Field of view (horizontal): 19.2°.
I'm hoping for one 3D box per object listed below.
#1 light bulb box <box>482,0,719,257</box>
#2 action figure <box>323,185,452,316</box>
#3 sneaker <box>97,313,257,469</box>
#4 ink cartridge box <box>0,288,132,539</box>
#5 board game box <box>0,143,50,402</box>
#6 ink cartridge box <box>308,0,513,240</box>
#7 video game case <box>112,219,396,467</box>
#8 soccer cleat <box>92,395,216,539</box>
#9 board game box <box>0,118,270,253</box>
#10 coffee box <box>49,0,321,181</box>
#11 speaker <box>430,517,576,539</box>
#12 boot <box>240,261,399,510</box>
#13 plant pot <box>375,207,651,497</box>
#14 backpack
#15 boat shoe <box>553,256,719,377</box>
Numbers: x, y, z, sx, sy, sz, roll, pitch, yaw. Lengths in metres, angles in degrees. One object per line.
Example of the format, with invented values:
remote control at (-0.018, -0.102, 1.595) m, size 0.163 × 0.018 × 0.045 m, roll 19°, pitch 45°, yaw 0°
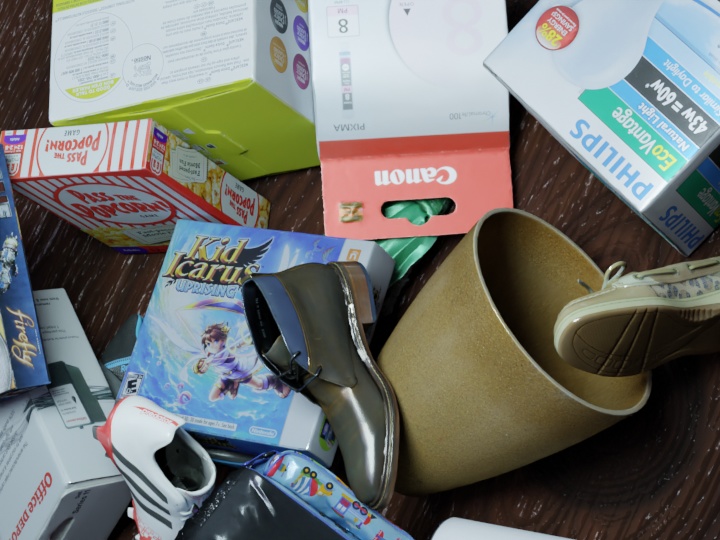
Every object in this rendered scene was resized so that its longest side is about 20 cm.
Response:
light bulb box at (0.240, -0.156, 1.653) m, size 0.200 × 0.125 × 0.198 m, roll -47°, pitch 60°, yaw 6°
action figure at (0.000, 0.000, 1.773) m, size 0.200 × 0.055 × 0.118 m, roll -43°, pitch 58°, yaw 4°
sneaker at (-0.149, 0.104, 1.807) m, size 0.200 × 0.073 × 0.082 m, roll 28°, pitch 90°, yaw 31°
ink cartridge box at (-0.274, 0.138, 1.824) m, size 0.147 × 0.083 × 0.200 m, roll -56°, pitch 52°, yaw 42°
board game box at (-0.319, 0.009, 1.761) m, size 0.135 × 0.035 × 0.201 m, roll -20°, pitch 80°, yaw 53°
ink cartridge box at (0.043, -0.131, 1.732) m, size 0.162 × 0.057 × 0.201 m, roll -4°, pitch 78°, yaw 0°
video game case at (-0.089, 0.055, 1.734) m, size 0.199 × 0.045 × 0.182 m, roll 7°, pitch 68°, yaw 31°
soccer cleat at (-0.147, 0.179, 1.717) m, size 0.085 × 0.200 × 0.069 m, roll 12°, pitch 49°, yaw 33°
board game box at (-0.190, -0.069, 1.809) m, size 0.151 × 0.200 × 0.046 m, roll -3°, pitch 71°, yaw 28°
coffee box at (-0.129, -0.197, 1.817) m, size 0.199 × 0.200 × 0.198 m, roll -10°, pitch 70°, yaw 24°
speaker at (0.151, 0.241, 1.602) m, size 0.199 × 0.081 × 0.081 m, roll 6°, pitch 78°, yaw 29°
boot at (-0.033, 0.087, 1.606) m, size 0.075 × 0.097 × 0.201 m, roll -45°, pitch 50°, yaw 51°
plant pot at (0.088, 0.083, 1.643) m, size 0.200 × 0.186 × 0.187 m, roll -40°, pitch 59°, yaw 30°
backpack at (-0.063, 0.243, 1.663) m, size 0.182 × 0.200 × 0.135 m, roll 37°, pitch 66°, yaw -1°
boat shoe at (0.218, 0.030, 1.584) m, size 0.063 × 0.199 × 0.073 m, roll 57°, pitch 137°, yaw 36°
